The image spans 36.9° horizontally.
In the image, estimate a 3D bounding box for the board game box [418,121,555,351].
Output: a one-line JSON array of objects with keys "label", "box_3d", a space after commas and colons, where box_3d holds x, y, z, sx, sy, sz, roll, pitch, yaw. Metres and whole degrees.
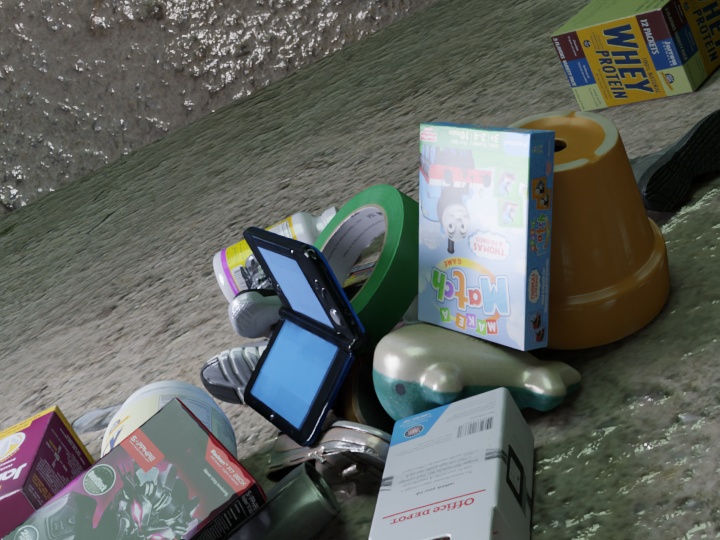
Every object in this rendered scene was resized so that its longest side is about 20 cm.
[{"label": "board game box", "box_3d": [0.116, -0.037, 1.032, 0.037, 0.200, 0.151, -10, 15, -37]}]

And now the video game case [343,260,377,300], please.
[{"label": "video game case", "box_3d": [0.026, 0.009, 1.385, 0.200, 0.026, 0.181, -17, 7, 14]}]

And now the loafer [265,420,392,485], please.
[{"label": "loafer", "box_3d": [-0.028, 0.192, 1.080, 0.200, 0.072, 0.063, -9, 46, 55]}]

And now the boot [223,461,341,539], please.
[{"label": "boot", "box_3d": [-0.105, 0.270, 0.964, 0.200, 0.073, 0.182, -30, 21, 0]}]

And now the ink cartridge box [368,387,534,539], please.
[{"label": "ink cartridge box", "box_3d": [0.079, 0.196, 0.911, 0.116, 0.067, 0.200, -20, 24, 22]}]

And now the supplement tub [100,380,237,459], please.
[{"label": "supplement tub", "box_3d": [-0.199, 0.211, 1.126, 0.145, 0.145, 0.200, -29, 21, 0]}]

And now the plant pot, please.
[{"label": "plant pot", "box_3d": [0.206, -0.053, 1.093, 0.200, 0.183, 0.200, -9, 33, 6]}]

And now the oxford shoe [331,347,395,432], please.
[{"label": "oxford shoe", "box_3d": [-0.005, 0.140, 1.162, 0.071, 0.071, 0.200, -31, 9, 7]}]

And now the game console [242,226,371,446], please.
[{"label": "game console", "box_3d": [-0.087, 0.062, 1.131, 0.118, 0.171, 0.200, -36, 22, -17]}]

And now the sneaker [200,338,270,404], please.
[{"label": "sneaker", "box_3d": [-0.097, 0.105, 1.363, 0.200, 0.075, 0.116, -13, 17, 20]}]

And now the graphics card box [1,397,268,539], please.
[{"label": "graphics card box", "box_3d": [-0.198, 0.221, 0.956, 0.200, 0.051, 0.125, -39, 59, -17]}]

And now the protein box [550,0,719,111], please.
[{"label": "protein box", "box_3d": [0.440, -0.358, 1.641, 0.200, 0.135, 0.199, -3, 32, 50]}]

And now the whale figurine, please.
[{"label": "whale figurine", "box_3d": [0.109, 0.115, 1.051, 0.200, 0.104, 0.159, 9, 11, 24]}]

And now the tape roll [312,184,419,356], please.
[{"label": "tape roll", "box_3d": [0.000, 0.000, 1.220, 0.200, 0.048, 0.201, -42, 31, 32]}]

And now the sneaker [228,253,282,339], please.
[{"label": "sneaker", "box_3d": [-0.128, 0.025, 1.392, 0.075, 0.114, 0.200, -33, -18, 14]}]

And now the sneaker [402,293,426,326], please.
[{"label": "sneaker", "box_3d": [0.123, -0.015, 1.230, 0.200, 0.085, 0.073, -34, 20, -19]}]

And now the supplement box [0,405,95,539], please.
[{"label": "supplement box", "box_3d": [-0.418, 0.274, 1.316, 0.131, 0.103, 0.200, -25, 22, 6]}]

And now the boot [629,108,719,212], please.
[{"label": "boot", "box_3d": [0.371, -0.136, 1.322, 0.200, 0.068, 0.131, -35, 16, -20]}]

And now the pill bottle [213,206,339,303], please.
[{"label": "pill bottle", "box_3d": [-0.110, -0.020, 1.602, 0.200, 0.104, 0.104, -25, 21, 8]}]
